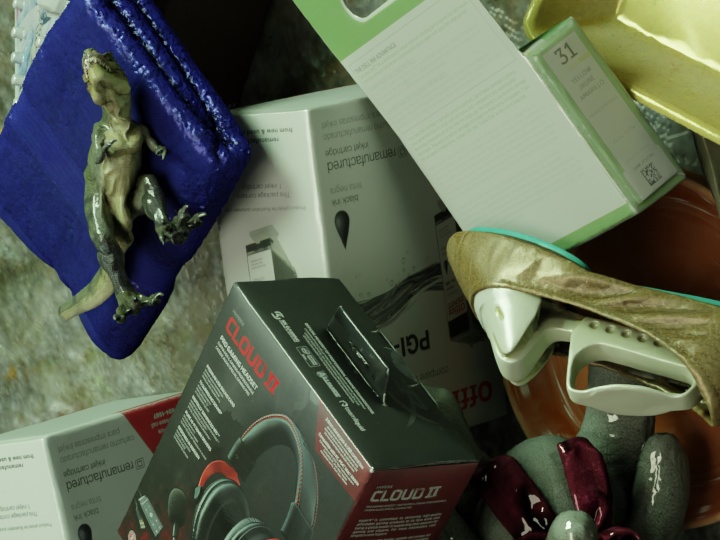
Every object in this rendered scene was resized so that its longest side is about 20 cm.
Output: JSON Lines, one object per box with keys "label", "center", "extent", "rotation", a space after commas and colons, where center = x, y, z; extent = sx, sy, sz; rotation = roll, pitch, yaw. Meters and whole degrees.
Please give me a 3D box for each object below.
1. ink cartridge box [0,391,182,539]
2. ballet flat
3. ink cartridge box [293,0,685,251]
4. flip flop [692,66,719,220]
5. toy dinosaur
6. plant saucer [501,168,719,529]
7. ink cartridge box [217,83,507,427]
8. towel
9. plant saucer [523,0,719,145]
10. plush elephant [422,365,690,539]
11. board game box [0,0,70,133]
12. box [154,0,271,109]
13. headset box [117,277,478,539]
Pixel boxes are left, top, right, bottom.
{"label": "ink cartridge box", "center": [-0.151, 0.188, 1.807], "extent": [0.084, 0.144, 0.200], "rotation": [-9, 94, 40]}
{"label": "ballet flat", "center": [0.116, 0.034, 1.502], "extent": [0.200, 0.072, 0.068], "rotation": [20, 150, 27]}
{"label": "ink cartridge box", "center": [0.063, -0.099, 1.528], "extent": [0.200, 0.048, 0.145], "rotation": [55, 150, -3]}
{"label": "flip flop", "center": [0.226, -0.019, 1.488], "extent": [0.081, 0.058, 0.200], "rotation": [-20, 80, -2]}
{"label": "toy dinosaur", "center": [-0.127, -0.027, 1.569], "extent": [0.088, 0.047, 0.200], "rotation": [52, 144, 38]}
{"label": "plant saucer", "center": [0.162, 0.040, 1.589], "extent": [0.200, 0.032, 0.201], "rotation": [11, 107, 37]}
{"label": "ink cartridge box", "center": [0.000, 0.000, 1.637], "extent": [0.083, 0.147, 0.200], "rotation": [-1, 100, 41]}
{"label": "towel", "center": [-0.135, -0.060, 1.635], "extent": [0.148, 0.050, 0.200], "rotation": [51, 141, 14]}
{"label": "plant saucer", "center": [0.204, -0.166, 1.472], "extent": [0.200, 0.048, 0.200], "rotation": [32, 105, 33]}
{"label": "plush elephant", "center": [0.104, 0.153, 1.530], "extent": [0.155, 0.164, 0.200], "rotation": [-110, 13, -64]}
{"label": "board game box", "center": [-0.185, -0.184, 1.733], "extent": [0.200, 0.026, 0.200], "rotation": [120, 152, -47]}
{"label": "box", "center": [-0.104, -0.174, 1.716], "extent": [0.075, 0.100, 0.200], "rotation": [36, 121, 28]}
{"label": "headset box", "center": [-0.032, 0.110, 1.524], "extent": [0.149, 0.075, 0.200], "rotation": [52, 129, 36]}
